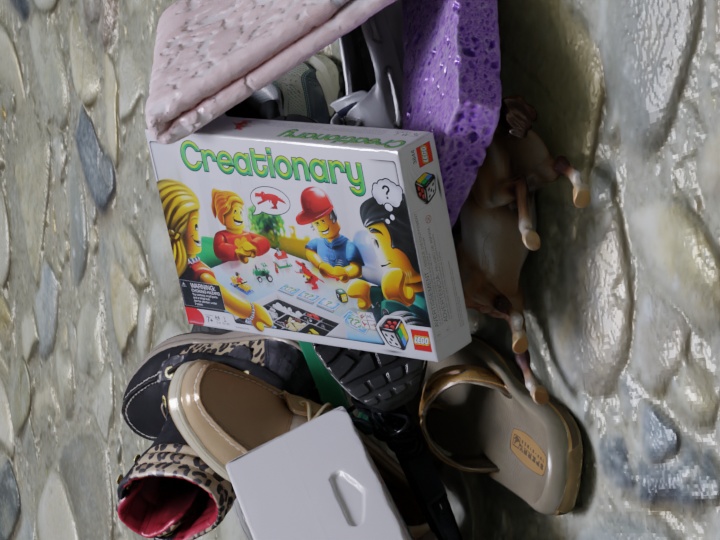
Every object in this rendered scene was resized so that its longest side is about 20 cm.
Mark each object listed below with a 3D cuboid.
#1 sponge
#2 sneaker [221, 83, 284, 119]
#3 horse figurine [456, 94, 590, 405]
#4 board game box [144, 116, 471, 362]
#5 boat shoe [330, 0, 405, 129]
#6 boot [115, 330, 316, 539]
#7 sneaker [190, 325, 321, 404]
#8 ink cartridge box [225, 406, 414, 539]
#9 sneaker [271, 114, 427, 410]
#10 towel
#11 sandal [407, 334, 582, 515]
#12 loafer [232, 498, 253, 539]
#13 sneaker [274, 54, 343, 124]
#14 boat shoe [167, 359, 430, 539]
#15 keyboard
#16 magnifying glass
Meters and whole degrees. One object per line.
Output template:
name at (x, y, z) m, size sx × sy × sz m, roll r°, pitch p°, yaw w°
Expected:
sponge at (0.050, -0.126, 1.412) m, size 0.112 × 0.030 × 0.200 m, roll 112°, pitch 165°, yaw -47°
sneaker at (-0.056, -0.057, 1.602) m, size 0.200 × 0.075 × 0.115 m, roll 51°, pitch 164°, yaw 5°
horse figurine at (0.082, -0.021, 1.399) m, size 0.133 × 0.050 × 0.200 m, roll -121°, pitch 32°, yaw -55°
board game box at (-0.032, -0.022, 1.405) m, size 0.200 × 0.035 × 0.126 m, roll 7°, pitch 116°, yaw 41°
boat shoe at (0.013, -0.099, 1.538) m, size 0.074 × 0.065 × 0.200 m, roll 151°, pitch 113°, yaw -66°
boot at (-0.119, 0.114, 1.656) m, size 0.200 × 0.151 × 0.073 m, roll -15°, pitch 122°, yaw 44°
sneaker at (-0.069, 0.067, 1.766) m, size 0.200 × 0.076 × 0.091 m, roll 59°, pitch 139°, yaw 43°
ink cartridge box at (0.006, 0.202, 1.475) m, size 0.200 × 0.086 × 0.148 m, roll 62°, pitch -179°, yaw -44°
sneaker at (0.000, 0.000, 1.504) m, size 0.200 × 0.076 × 0.088 m, roll 67°, pitch -171°, yaw 26°
towel at (-0.046, -0.163, 1.465) m, size 0.032 × 0.191 × 0.200 m, roll 54°, pitch -168°, yaw -19°
sandal at (0.067, 0.091, 1.453) m, size 0.200 × 0.054 × 0.080 m, roll -144°, pitch 53°, yaw -62°
loafer at (-0.026, 0.201, 1.635) m, size 0.200 × 0.070 × 0.070 m, roll 48°, pitch 166°, yaw 30°
sneaker at (-0.074, -0.125, 1.717) m, size 0.200 × 0.086 × 0.078 m, roll -132°, pitch 43°, yaw -56°
boat shoe at (-0.031, 0.113, 1.554) m, size 0.069 × 0.200 × 0.074 m, roll -24°, pitch 40°, yaw 44°
keyboard at (0.019, 0.111, 1.516) m, size 0.200 × 0.040 × 0.104 m, roll -119°, pitch 8°, yaw -62°
magnifying glass at (-0.026, 0.040, 1.565) m, size 0.200 × 0.022 × 0.080 m, roll 52°, pitch -146°, yaw -50°
